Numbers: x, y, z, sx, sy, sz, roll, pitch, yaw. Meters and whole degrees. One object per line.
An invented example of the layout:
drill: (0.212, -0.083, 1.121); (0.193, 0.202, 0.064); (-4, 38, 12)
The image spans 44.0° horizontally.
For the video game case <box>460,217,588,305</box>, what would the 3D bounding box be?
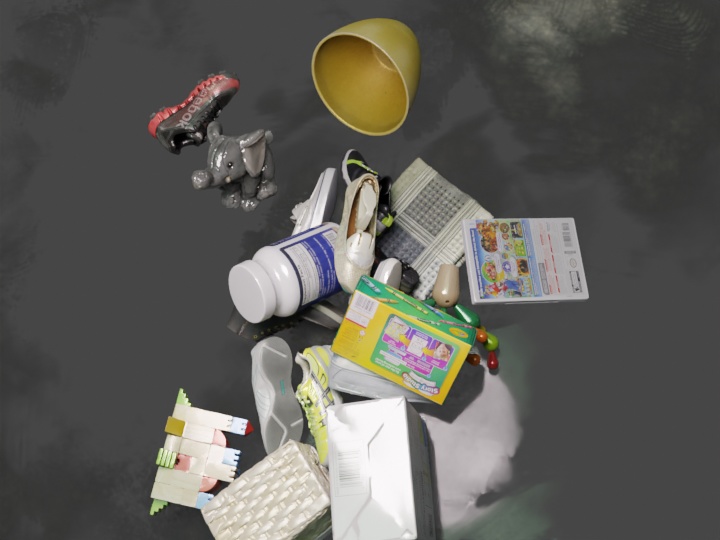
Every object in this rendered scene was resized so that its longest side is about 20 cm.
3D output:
video game case: (0.268, -0.017, 1.456); (0.195, 0.018, 0.146); (-1, 69, -12)

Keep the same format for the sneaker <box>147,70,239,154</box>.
sneaker: (-0.301, -0.291, 1.677); (0.199, 0.071, 0.099); (-35, 68, 0)

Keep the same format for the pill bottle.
pill bottle: (-0.106, 0.005, 1.428); (0.198, 0.117, 0.116); (-23, 63, -37)

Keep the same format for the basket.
basket: (-0.132, 0.374, 1.383); (0.199, 0.124, 0.136); (-37, 67, -2)

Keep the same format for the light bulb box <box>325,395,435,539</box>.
light bulb box: (0.034, 0.310, 1.331); (0.122, 0.200, 0.203); (-8, 69, 10)

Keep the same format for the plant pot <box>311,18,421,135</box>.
plant pot: (0.031, -0.365, 1.588); (0.197, 0.202, 0.143); (25, 52, 18)

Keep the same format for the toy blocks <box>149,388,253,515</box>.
toy blocks: (-0.253, 0.311, 1.456); (0.134, 0.100, 0.204); (12, 72, 3)

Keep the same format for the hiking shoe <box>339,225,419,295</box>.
hiking shoe: (0.000, 0.000, 1.505); (0.199, 0.075, 0.102); (35, 108, 26)

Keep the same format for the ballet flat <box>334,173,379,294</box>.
ballet flat: (-0.003, -0.063, 1.412); (0.066, 0.062, 0.204); (13, 63, -23)

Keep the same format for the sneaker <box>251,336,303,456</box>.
sneaker: (-0.142, 0.212, 1.476); (0.069, 0.080, 0.205); (-3, 86, -28)

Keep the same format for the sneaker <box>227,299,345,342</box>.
sneaker: (-0.126, 0.084, 1.522); (0.197, 0.075, 0.108); (21, 95, 10)

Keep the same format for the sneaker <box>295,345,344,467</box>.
sneaker: (-0.068, 0.219, 1.441); (0.075, 0.076, 0.204); (6, 58, -20)

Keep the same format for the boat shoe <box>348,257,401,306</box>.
boat shoe: (0.011, 0.062, 1.451); (0.068, 0.203, 0.072); (28, 34, 19)

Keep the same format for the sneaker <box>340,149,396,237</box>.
sneaker: (0.024, -0.141, 1.531); (0.082, 0.071, 0.203); (-35, 48, 25)

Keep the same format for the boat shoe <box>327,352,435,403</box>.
boat shoe: (0.040, 0.186, 1.429); (0.197, 0.070, 0.073); (18, 102, -11)

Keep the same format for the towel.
towel: (0.107, -0.071, 1.544); (0.192, 0.035, 0.200); (41, 85, 24)

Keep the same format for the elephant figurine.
elephant figurine: (-0.220, -0.197, 1.557); (0.139, 0.200, 0.157); (-24, 68, 2)

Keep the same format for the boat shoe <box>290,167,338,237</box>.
boat shoe: (-0.091, -0.089, 1.568); (0.064, 0.072, 0.204); (14, 83, 11)

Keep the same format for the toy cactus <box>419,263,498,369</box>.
toy cactus: (0.135, 0.077, 1.443); (0.195, 0.102, 0.169); (9, 82, 4)

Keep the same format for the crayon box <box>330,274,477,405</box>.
crayon box: (0.065, 0.106, 1.367); (0.197, 0.058, 0.120); (25, 119, 3)
